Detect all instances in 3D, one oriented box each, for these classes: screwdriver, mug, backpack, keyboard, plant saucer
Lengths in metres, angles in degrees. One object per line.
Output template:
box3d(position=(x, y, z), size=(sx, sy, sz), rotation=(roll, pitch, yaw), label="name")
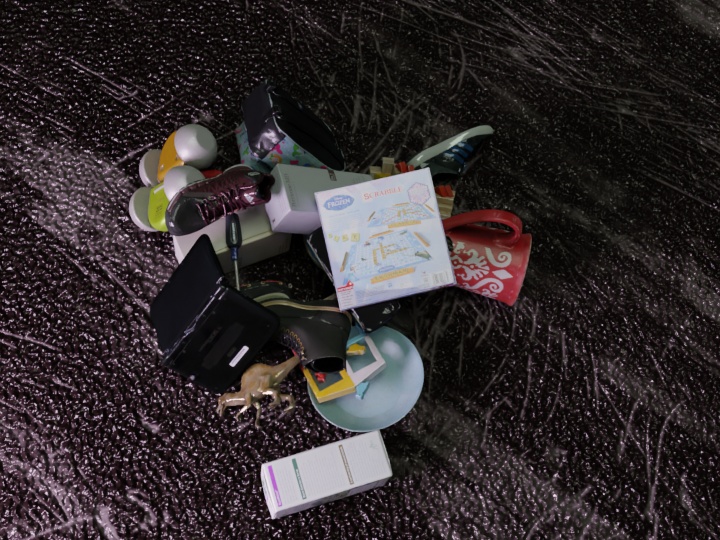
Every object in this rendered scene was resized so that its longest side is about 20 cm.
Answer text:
box3d(position=(-0.211, -0.001, 1.399), size=(0.029, 0.028, 0.202), rotation=(11, 67, -38), label="screwdriver")
box3d(position=(0.202, -0.046, 1.515), size=(0.198, 0.179, 0.134), rotation=(14, 21, 4), label="mug")
box3d(position=(-0.127, -0.230, 1.542), size=(0.199, 0.151, 0.178), rotation=(24, 35, -37), label="backpack")
box3d(position=(0.000, 0.000, 1.425), size=(0.104, 0.040, 0.201), rotation=(-32, 84, 1), label="keyboard")
box3d(position=(0.010, 0.187, 1.424), size=(0.199, 0.039, 0.202), rotation=(-3, 57, 5), label="plant saucer")

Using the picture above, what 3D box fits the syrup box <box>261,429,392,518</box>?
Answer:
box3d(position=(-0.057, 0.328, 1.340), size=(0.198, 0.079, 0.082), rotation=(-13, 68, -14), label="syrup box")

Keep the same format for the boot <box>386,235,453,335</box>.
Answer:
box3d(position=(0.088, -0.003, 1.454), size=(0.173, 0.069, 0.201), rotation=(-31, 96, 20), label="boot")

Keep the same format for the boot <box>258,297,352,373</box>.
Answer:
box3d(position=(-0.114, 0.115, 1.374), size=(0.198, 0.078, 0.139), rotation=(-8, 38, 6), label="boot")

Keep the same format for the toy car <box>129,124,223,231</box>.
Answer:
box3d(position=(-0.311, -0.150, 1.506), size=(0.149, 0.174, 0.202), rotation=(30, 53, -37), label="toy car")

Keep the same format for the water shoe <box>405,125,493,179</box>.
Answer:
box3d(position=(0.183, -0.221, 1.654), size=(0.199, 0.071, 0.079), rotation=(-26, 92, -15), label="water shoe")

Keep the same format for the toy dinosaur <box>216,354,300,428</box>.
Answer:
box3d(position=(-0.151, 0.190, 1.372), size=(0.199, 0.058, 0.101), rotation=(-32, 55, -4), label="toy dinosaur")

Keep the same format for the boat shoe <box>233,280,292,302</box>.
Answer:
box3d(position=(-0.217, 0.065, 1.455), size=(0.200, 0.074, 0.063), rotation=(-10, 28, -1), label="boat shoe")

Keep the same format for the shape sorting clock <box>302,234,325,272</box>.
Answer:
box3d(position=(-0.009, -0.067, 1.558), size=(0.198, 0.039, 0.202), rotation=(3, 65, -7), label="shape sorting clock")

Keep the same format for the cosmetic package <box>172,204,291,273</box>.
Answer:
box3d(position=(-0.227, -0.052, 1.484), size=(0.199, 0.104, 0.073), rotation=(-22, 72, -16), label="cosmetic package")

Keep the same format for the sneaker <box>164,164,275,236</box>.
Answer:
box3d(position=(-0.222, -0.120, 1.377), size=(0.115, 0.076, 0.200), rotation=(9, 39, 43), label="sneaker")

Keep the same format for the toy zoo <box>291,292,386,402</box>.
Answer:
box3d(position=(-0.044, 0.138, 1.427), size=(0.130, 0.021, 0.201), rotation=(-26, 56, -8), label="toy zoo")

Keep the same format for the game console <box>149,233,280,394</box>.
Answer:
box3d(position=(-0.245, 0.075, 1.385), size=(0.175, 0.200, 0.117), rotation=(32, 29, -16), label="game console")

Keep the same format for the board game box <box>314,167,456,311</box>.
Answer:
box3d(position=(0.040, -0.052, 1.387), size=(0.198, 0.041, 0.201), rotation=(-12, 84, -2), label="board game box")

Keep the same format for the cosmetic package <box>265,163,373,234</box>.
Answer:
box3d(position=(-0.066, -0.121, 1.476), size=(0.199, 0.074, 0.102), rotation=(2, 59, -36), label="cosmetic package")

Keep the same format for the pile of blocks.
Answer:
box3d(position=(0.093, -0.162, 1.573), size=(0.199, 0.063, 0.082), rotation=(26, 40, 23), label="pile of blocks")
